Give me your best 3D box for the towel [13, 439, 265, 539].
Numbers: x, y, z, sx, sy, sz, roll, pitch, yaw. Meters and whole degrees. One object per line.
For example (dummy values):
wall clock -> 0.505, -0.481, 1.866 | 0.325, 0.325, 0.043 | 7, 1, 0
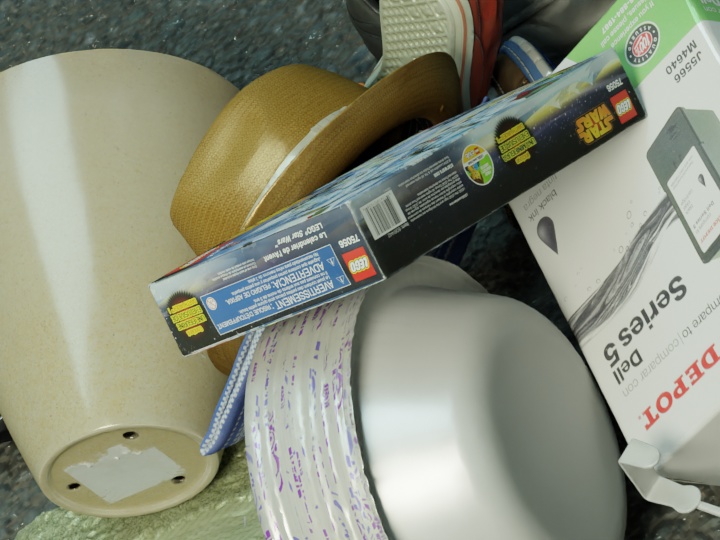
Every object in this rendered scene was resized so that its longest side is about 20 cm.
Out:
towel -> -0.103, 0.155, 1.550 | 0.200, 0.037, 0.149 | -24, 39, 21

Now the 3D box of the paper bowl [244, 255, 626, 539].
paper bowl -> 0.045, 0.090, 1.346 | 0.104, 0.201, 0.201 | -21, 41, 30

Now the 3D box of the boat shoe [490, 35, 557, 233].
boat shoe -> 0.100, -0.054, 1.558 | 0.072, 0.072, 0.200 | -43, 33, 8

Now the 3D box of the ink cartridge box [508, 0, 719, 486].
ink cartridge box -> 0.162, -0.021, 1.374 | 0.146, 0.084, 0.200 | -48, 51, 32

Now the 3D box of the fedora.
fedora -> -0.032, -0.042, 1.496 | 0.082, 0.201, 0.201 | 34, 75, 19

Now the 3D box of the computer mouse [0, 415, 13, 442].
computer mouse -> -0.141, 0.044, 1.696 | 0.200, 0.046, 0.140 | -48, 47, -13

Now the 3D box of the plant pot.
plant pot -> -0.130, 0.021, 1.566 | 0.187, 0.187, 0.200 | -24, 55, 20

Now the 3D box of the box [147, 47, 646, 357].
box -> 0.018, -0.031, 1.331 | 0.137, 0.040, 0.200 | -21, 8, 46

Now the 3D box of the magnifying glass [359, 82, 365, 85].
magnifying glass -> -0.002, -0.033, 1.659 | 0.080, 0.022, 0.200 | -37, 33, 28

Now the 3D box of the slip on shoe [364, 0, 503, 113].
slip on shoe -> 0.044, -0.109, 1.584 | 0.074, 0.200, 0.061 | 37, 63, 19

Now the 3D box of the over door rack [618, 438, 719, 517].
over door rack -> 0.168, 0.176, 1.256 | 0.200, 0.067, 0.148 | 23, 68, 28

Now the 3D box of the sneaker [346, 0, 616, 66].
sneaker -> 0.079, -0.154, 1.661 | 0.200, 0.091, 0.076 | -16, 41, 27

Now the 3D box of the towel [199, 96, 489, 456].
towel -> 0.000, 0.000, 1.488 | 0.024, 0.145, 0.200 | 37, 42, 19
